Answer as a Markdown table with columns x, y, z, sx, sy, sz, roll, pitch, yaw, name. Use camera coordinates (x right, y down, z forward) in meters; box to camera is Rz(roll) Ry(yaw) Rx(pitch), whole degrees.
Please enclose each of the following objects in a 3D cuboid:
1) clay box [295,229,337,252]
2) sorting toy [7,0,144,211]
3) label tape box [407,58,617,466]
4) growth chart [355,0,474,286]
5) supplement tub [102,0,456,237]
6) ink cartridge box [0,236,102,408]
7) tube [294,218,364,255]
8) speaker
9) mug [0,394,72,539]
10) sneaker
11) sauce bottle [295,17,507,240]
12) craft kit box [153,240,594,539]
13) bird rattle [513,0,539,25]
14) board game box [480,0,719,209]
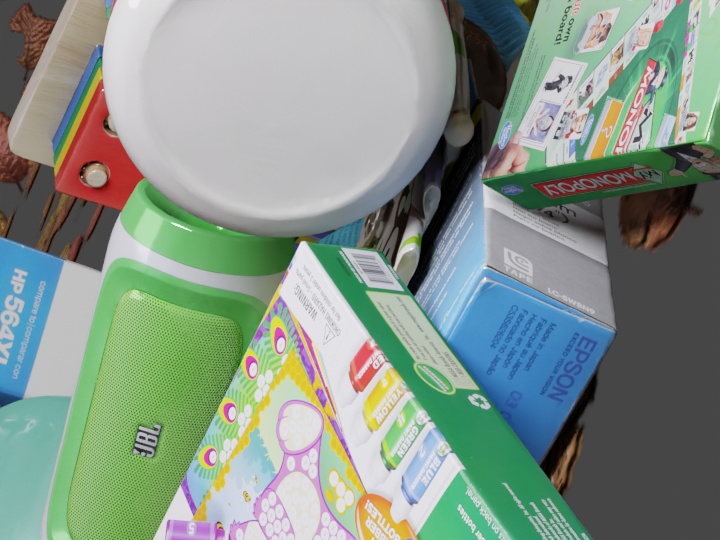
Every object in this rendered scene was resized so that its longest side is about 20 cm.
| x | y | z | sx | sy | sz | roll | pitch | yaw | name |
| --- | --- | --- | --- | --- | --- | --- | --- | --- | --- |
| -0.059 | -0.003 | 1.539 | 0.200 | 0.114 | 0.048 | 131 | 157 | -57 | clay box |
| -0.065 | -0.106 | 1.561 | 0.199 | 0.199 | 0.070 | -61 | 25 | 28 | sorting toy |
| 0.043 | 0.021 | 1.179 | 0.200 | 0.063 | 0.145 | -88 | 23 | -62 | label tape box |
| 0.005 | -0.004 | 1.203 | 0.145 | 0.018 | 0.201 | -95 | 29 | -66 | growth chart |
| -0.033 | -0.115 | 1.182 | 0.200 | 0.140 | 0.141 | -93 | 28 | -63 | supplement tub |
| -0.137 | 0.064 | 1.555 | 0.146 | 0.199 | 0.085 | 143 | 145 | -67 | ink cartridge box |
| 0.000 | 0.000 | 1.322 | 0.199 | 0.050 | 0.078 | -32 | 32 | 22 | tube |
| -0.089 | 0.062 | 1.292 | 0.089 | 0.088 | 0.201 | -99 | 23 | -67 | speaker |
| -0.143 | 0.144 | 1.458 | 0.185 | 0.151 | 0.115 | 97 | -169 | -57 | mug |
| 0.038 | -0.102 | 1.425 | 0.200 | 0.076 | 0.081 | -128 | 38 | -71 | sneaker |
| -0.004 | -0.057 | 1.346 | 0.200 | 0.066 | 0.066 | -39 | 31 | 55 | sauce bottle |
| -0.006 | 0.126 | 1.067 | 0.200 | 0.048 | 0.198 | 53 | 128 | 45 | craft kit box |
| 0.102 | -0.214 | 1.355 | 0.163 | 0.113 | 0.201 | -34 | 21 | 49 | bird rattle |
| 0.124 | -0.124 | 1.086 | 0.134 | 0.029 | 0.201 | -7 | 59 | 55 | board game box |
